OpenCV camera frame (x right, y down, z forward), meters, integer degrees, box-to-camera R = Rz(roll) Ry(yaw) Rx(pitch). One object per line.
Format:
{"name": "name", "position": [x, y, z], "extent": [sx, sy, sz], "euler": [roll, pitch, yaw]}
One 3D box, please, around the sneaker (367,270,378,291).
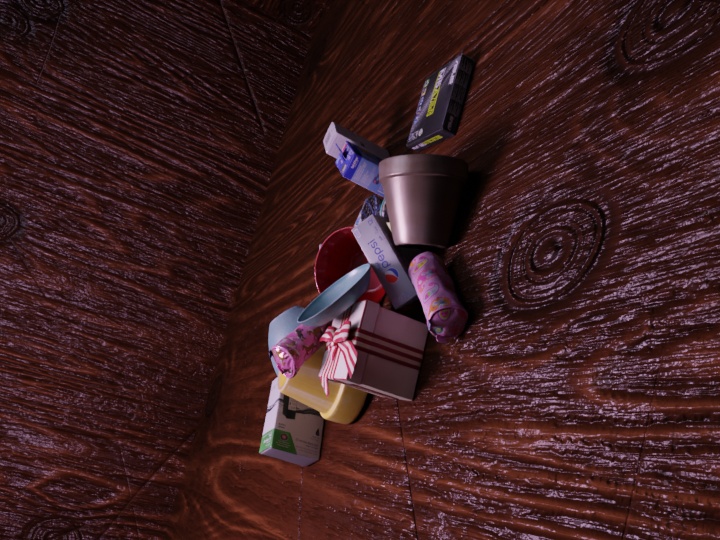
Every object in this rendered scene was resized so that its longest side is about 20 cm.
{"name": "sneaker", "position": [0.017, 0.079, 1.566], "extent": [0.076, 0.074, 0.205], "euler": [-16, -53, -76]}

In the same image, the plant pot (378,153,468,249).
{"name": "plant pot", "position": [0.131, -0.139, 1.322], "extent": [0.199, 0.195, 0.179], "euler": [177, 96, -67]}

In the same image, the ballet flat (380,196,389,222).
{"name": "ballet flat", "position": [0.109, -0.187, 1.495], "extent": [0.072, 0.071, 0.202], "euler": [-47, 8, 45]}

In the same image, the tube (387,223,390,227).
{"name": "tube", "position": [0.114, -0.127, 1.523], "extent": [0.199, 0.051, 0.060], "euler": [-16, 94, 59]}

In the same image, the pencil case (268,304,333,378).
{"name": "pencil case", "position": [-0.114, 0.149, 1.380], "extent": [0.085, 0.085, 0.200], "euler": [9, 37, 38]}

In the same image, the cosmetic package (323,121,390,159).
{"name": "cosmetic package", "position": [-0.007, -0.349, 1.810], "extent": [0.075, 0.196, 0.102], "euler": [-59, 24, 23]}

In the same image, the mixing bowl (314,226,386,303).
{"name": "mixing bowl", "position": [0.000, 0.000, 1.467], "extent": [0.204, 0.197, 0.108], "euler": [-64, -21, 13]}

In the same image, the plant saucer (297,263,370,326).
{"name": "plant saucer", "position": [-0.048, 0.060, 1.318], "extent": [0.198, 0.036, 0.200], "euler": [-37, 10, 7]}

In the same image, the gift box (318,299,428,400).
{"name": "gift box", "position": [0.016, 0.179, 1.285], "extent": [0.184, 0.183, 0.205], "euler": [-26, 46, 62]}

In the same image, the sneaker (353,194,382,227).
{"name": "sneaker", "position": [0.017, -0.115, 1.742], "extent": [0.077, 0.074, 0.204], "euler": [-60, -5, -77]}

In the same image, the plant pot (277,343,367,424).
{"name": "plant pot", "position": [-0.093, 0.246, 1.477], "extent": [0.200, 0.184, 0.206], "euler": [-162, 90, -73]}

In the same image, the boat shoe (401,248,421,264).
{"name": "boat shoe", "position": [0.110, -0.030, 1.419], "extent": [0.060, 0.073, 0.206], "euler": [59, -147, -68]}

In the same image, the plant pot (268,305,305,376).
{"name": "plant pot", "position": [-0.178, 0.180, 1.710], "extent": [0.197, 0.137, 0.200], "euler": [-33, -7, -4]}

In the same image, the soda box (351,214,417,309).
{"name": "soda box", "position": [0.061, -0.019, 1.344], "extent": [0.063, 0.068, 0.203], "euler": [-33, 78, 19]}

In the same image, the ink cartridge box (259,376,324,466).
{"name": "ink cartridge box", "position": [-0.173, 0.391, 1.627], "extent": [0.083, 0.144, 0.205], "euler": [-40, 36, 48]}

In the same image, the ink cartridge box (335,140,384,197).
{"name": "ink cartridge box", "position": [0.011, -0.282, 1.702], "extent": [0.078, 0.196, 0.137], "euler": [-61, 22, 17]}

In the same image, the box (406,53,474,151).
{"name": "box", "position": [0.200, -0.420, 1.568], "extent": [0.192, 0.046, 0.205], "euler": [-5, 67, 70]}

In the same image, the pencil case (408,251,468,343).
{"name": "pencil case", "position": [0.149, 0.049, 1.213], "extent": [0.088, 0.086, 0.202], "euler": [-58, 25, 27]}

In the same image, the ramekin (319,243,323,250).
{"name": "ramekin", "position": [-0.058, 0.027, 1.654], "extent": [0.202, 0.091, 0.209], "euler": [175, 90, -83]}
